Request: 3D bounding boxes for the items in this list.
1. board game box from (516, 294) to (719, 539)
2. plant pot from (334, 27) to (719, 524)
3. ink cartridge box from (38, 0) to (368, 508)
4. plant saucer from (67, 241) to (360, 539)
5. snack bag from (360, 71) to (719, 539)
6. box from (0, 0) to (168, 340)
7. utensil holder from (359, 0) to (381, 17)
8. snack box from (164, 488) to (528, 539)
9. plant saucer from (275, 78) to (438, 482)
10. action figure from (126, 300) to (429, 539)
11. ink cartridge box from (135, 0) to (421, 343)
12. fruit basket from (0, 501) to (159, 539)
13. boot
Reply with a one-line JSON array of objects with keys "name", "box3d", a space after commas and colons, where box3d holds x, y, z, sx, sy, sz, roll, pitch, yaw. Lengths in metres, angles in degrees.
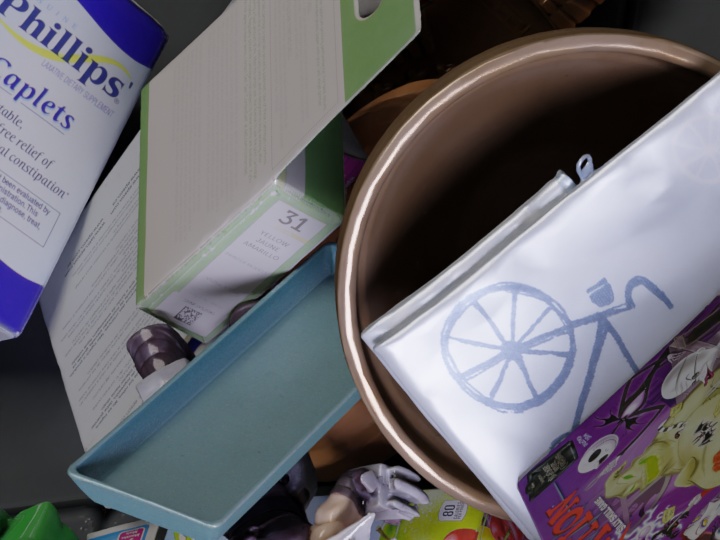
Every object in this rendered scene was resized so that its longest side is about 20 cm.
[{"name": "board game box", "box3d": [0.118, 0.073, 0.825, 0.120, 0.032, 0.200, -48, 13, 6]}, {"name": "plant pot", "box3d": [0.086, -0.003, 0.976, 0.201, 0.201, 0.093, -40, 14, 4]}, {"name": "ink cartridge box", "box3d": [-0.077, -0.008, 1.168, 0.196, 0.043, 0.200, -52, 35, 18]}, {"name": "plant saucer", "box3d": [-0.034, 0.047, 0.977, 0.070, 0.019, 0.200, 17, 36, 25]}, {"name": "snack bag", "box3d": [0.133, 0.032, 0.931, 0.200, 0.189, 0.021, -40, 14, 4]}, {"name": "box", "box3d": [-0.222, -0.061, 1.295, 0.184, 0.105, 0.200, -13, 48, 53]}, {"name": "utensil holder", "box3d": [-0.027, -0.215, 1.210, 0.170, 0.170, 0.200, -40, 16, 3]}, {"name": "snack box", "box3d": [-0.025, 0.193, 0.993, 0.169, 0.068, 0.200, -6, 51, 35]}, {"name": "plant saucer", "box3d": [0.000, 0.000, 1.119, 0.200, 0.032, 0.200, -34, 41, 36]}, {"name": "action figure", "box3d": [-0.039, 0.097, 0.990, 0.130, 0.069, 0.200, -23, 41, 6]}, {"name": "ink cartridge box", "box3d": [-0.025, -0.081, 1.057, 0.200, 0.048, 0.146, -40, 35, 32]}, {"name": "fruit basket", "box3d": [-0.188, 0.191, 1.070, 0.185, 0.094, 0.200, -24, 18, 20]}, {"name": "boot", "box3d": [0.049, -0.128, 1.215, 0.200, 0.075, 0.107, -37, 21, 15]}]
